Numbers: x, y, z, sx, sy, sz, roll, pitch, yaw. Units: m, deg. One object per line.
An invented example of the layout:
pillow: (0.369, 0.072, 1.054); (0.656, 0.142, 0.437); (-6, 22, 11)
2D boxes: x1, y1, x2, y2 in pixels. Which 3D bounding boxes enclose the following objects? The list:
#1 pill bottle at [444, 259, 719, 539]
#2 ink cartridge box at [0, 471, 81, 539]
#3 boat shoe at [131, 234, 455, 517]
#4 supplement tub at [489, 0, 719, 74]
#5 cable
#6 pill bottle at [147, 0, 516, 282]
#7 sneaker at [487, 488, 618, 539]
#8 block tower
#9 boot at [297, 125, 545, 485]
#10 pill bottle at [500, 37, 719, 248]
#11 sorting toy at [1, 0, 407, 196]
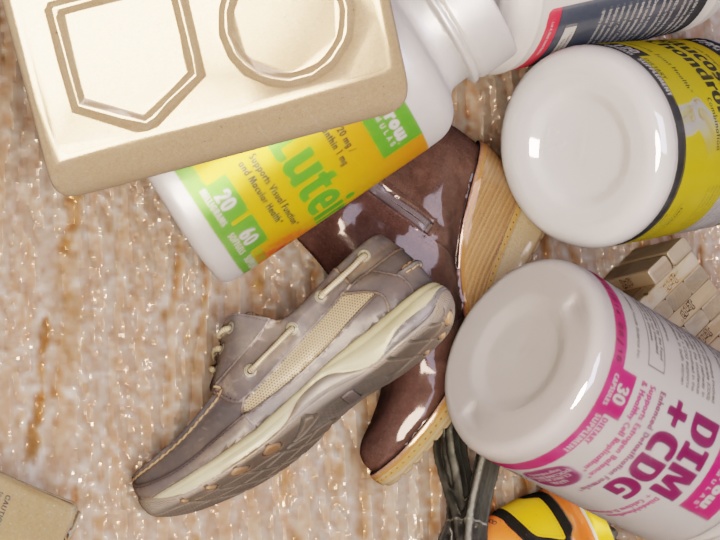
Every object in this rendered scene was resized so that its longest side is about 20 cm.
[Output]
pill bottle: (0.150, 0.082, 1.287); (0.199, 0.113, 0.114); (29, 71, -38)
ink cartridge box: (-0.253, 0.176, 1.142); (0.164, 0.075, 0.201); (29, 71, -24)
boat shoe: (-0.043, 0.056, 1.257); (0.199, 0.075, 0.074); (-36, 74, -3)
supplement tub: (0.132, -0.198, 1.350); (0.199, 0.140, 0.142); (-15, 92, -29)
cable: (0.048, 0.153, 1.293); (0.050, 0.097, 0.202); (21, 74, -30)
pill bottle: (-0.021, -0.093, 1.235); (0.199, 0.111, 0.112); (-34, 101, -1)
sneaker: (0.119, 0.226, 1.344); (0.089, 0.070, 0.202); (-19, 89, -22)
block tower: (0.217, 0.079, 1.415); (0.054, 0.058, 0.201); (-40, 101, -25)
boot: (0.000, 0.000, 1.315); (0.165, 0.072, 0.201); (30, 74, -8)
pill bottle: (0.175, -0.077, 1.351); (0.199, 0.111, 0.113); (-11, 90, -54)
sorting toy: (-0.084, -0.150, 1.136); (0.183, 0.037, 0.202); (-15, 112, -6)
